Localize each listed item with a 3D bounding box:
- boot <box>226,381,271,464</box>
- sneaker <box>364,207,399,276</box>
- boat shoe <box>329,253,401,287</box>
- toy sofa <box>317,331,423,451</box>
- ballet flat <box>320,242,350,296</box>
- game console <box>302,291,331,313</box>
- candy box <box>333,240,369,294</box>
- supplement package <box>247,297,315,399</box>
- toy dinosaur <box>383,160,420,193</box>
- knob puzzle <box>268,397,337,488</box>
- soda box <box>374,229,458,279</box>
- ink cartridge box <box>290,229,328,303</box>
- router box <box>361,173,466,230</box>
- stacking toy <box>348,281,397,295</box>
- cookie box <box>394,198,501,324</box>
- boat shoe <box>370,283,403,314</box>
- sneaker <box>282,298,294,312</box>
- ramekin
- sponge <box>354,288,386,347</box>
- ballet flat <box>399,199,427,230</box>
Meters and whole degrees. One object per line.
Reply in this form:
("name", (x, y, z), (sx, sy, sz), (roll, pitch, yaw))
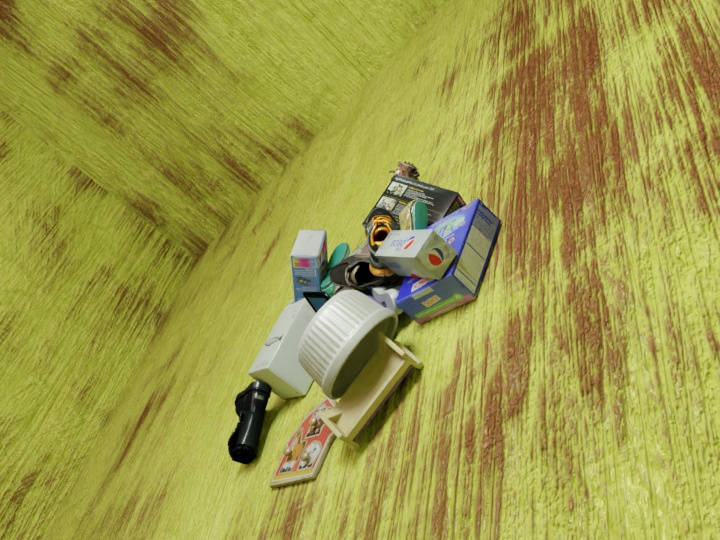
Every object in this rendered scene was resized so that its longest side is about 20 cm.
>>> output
("boot", (-0.270, 0.368, 1.856), (0.200, 0.075, 0.170), (128, 159, -57))
("sneaker", (0.048, -0.077, 1.661), (0.077, 0.078, 0.202), (-6, 39, 0))
("boat shoe", (0.000, 0.000, 1.715), (0.198, 0.076, 0.073), (-12, 1, 41))
("toy sofa", (0.025, 0.224, 1.442), (0.201, 0.097, 0.083), (-52, 43, -2))
("ballet flat", (-0.053, 0.009, 2.024), (0.067, 0.071, 0.201), (-28, 25, 28))
("game console", (-0.079, 0.146, 1.680), (0.173, 0.117, 0.200), (-70, 16, -8))
("candy box", (0.028, -0.023, 1.902), (0.200, 0.061, 0.137), (-41, 21, 31))
("supplement package", (-0.154, 0.184, 1.863), (0.116, 0.117, 0.202), (-23, 34, 54))
("toy dinosaur", (0.099, -0.190, 1.929), (0.199, 0.135, 0.086), (-38, 22, 37))
("knob puzzle", (-0.107, 0.335, 1.605), (0.220, 0.030, 0.221), (-46, 19, 20))
("soda box", (0.101, -0.031, 1.488), (0.064, 0.068, 0.200), (-54, 18, -10))
("ink cartridge box", (-0.127, 0.015, 2.033), (0.137, 0.075, 0.203), (-76, -11, -57))
("router box", (0.117, -0.124, 1.765), (0.199, 0.051, 0.150), (24, 75, 43))
("stacking toy", (0.013, 0.038, 1.804), (0.200, 0.085, 0.086), (-46, 18, 30))
("cookie box", (0.168, -0.016, 1.528), (0.170, 0.075, 0.202), (-29, 28, 49))
("boat shoe", (0.069, 0.061, 1.661), (0.056, 0.070, 0.200), (-18, 5, -12))
("sneaker", (-0.175, 0.153, 2.022), (0.120, 0.083, 0.202), (-23, 41, 65))
("ramekin", (-0.029, 0.132, 1.492), (0.200, 0.105, 0.201), (-45, -20, -21))
("sponge", (0.011, 0.115, 1.674), (0.200, 0.029, 0.113), (-143, 68, -72))
("ballet flat", (0.109, -0.047, 1.647), (0.070, 0.070, 0.203), (-28, 55, 50))
